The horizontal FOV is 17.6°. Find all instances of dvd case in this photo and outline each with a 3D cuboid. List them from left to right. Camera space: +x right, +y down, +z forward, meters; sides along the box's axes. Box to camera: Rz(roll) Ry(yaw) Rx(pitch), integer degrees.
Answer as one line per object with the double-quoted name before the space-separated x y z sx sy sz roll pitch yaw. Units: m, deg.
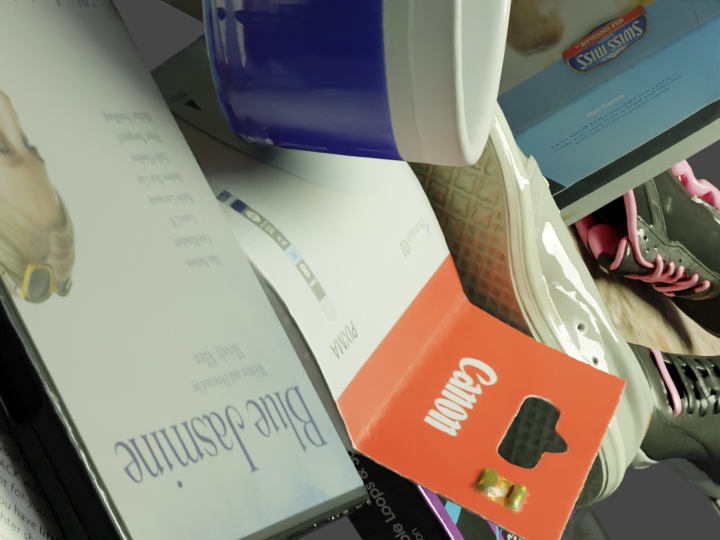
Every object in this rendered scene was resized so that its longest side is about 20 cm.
"dvd case" -0.074 -0.011 0.625 0.200 0.018 0.143 63 21 6

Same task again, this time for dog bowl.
"dog bowl" 0.007 -0.136 0.749 0.200 0.079 0.201 5 90 -82

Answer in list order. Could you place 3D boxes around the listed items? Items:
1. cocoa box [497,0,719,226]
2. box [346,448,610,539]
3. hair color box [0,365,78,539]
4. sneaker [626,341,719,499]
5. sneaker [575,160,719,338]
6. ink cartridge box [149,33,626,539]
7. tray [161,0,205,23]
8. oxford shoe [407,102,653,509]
"cocoa box" 0.098 -0.115 1.051 0.131 0.200 0.134 18 46 -59
"box" 0.027 0.064 0.899 0.200 0.036 0.143 58 22 -8
"hair color box" -0.095 0.050 0.610 0.111 0.064 0.200 44 28 -33
"sneaker" 0.179 0.056 1.156 0.200 0.099 0.071 27 41 -53
"sneaker" 0.157 -0.020 1.264 0.200 0.079 0.095 49 46 -26
"ink cartridge box" 0.000 0.000 0.782 0.200 0.047 0.160 29 22 5
"tray" -0.072 -0.116 0.853 0.107 0.022 0.200 36 8 32
"oxford shoe" 0.054 -0.005 0.892 0.058 0.075 0.200 -35 102 -47
